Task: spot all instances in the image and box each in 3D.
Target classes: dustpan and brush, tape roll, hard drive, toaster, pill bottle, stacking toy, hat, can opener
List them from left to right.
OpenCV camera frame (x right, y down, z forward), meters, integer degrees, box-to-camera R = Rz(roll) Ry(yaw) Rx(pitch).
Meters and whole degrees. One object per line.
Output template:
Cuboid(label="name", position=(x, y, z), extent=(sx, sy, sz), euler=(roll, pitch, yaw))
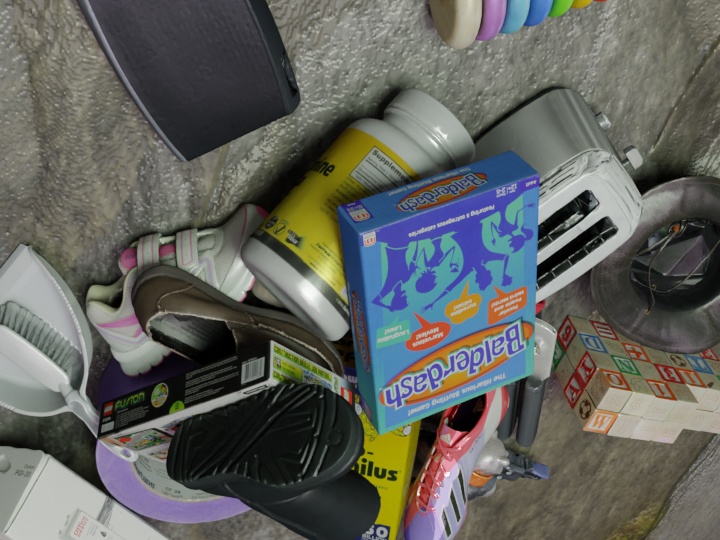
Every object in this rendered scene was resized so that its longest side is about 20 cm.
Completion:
Cuboid(label="dustpan and brush", position=(-0.270, 0.094, 0.847), extent=(0.200, 0.057, 0.140), euler=(42, 108, -11))
Cuboid(label="hard drive", position=(-0.136, -0.184, 0.737), extent=(0.133, 0.043, 0.201), euler=(-23, 127, 3))
Cuboid(label="tape roll", position=(-0.160, 0.151, 0.943), extent=(0.197, 0.085, 0.202), euler=(-6, 126, -8))
Cuboid(label="pill bottle", position=(0.002, -0.051, 0.791), extent=(0.200, 0.112, 0.113), euler=(-49, 126, -10))
Cuboid(label="can opener", position=(0.177, 0.111, 1.010), extent=(0.052, 0.067, 0.202), euler=(17, 135, 19))
Cuboid(label="toaster", position=(0.151, -0.058, 0.842), extent=(0.199, 0.130, 0.114), euler=(-36, 124, 13))
Cuboid(label="stacking toy", position=(0.157, -0.234, 0.754), extent=(0.197, 0.086, 0.086), euler=(-12, 127, -10))
Cuboid(label="hat", position=(0.312, -0.016, 0.945), extent=(0.198, 0.081, 0.203), euler=(-4, 118, -7))

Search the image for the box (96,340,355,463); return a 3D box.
Cuboid(label="box", position=(-0.114, 0.119, 0.798), extent=(0.198, 0.035, 0.110), euler=(-21, 144, 31))

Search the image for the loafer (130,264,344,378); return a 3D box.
Cuboid(label="loafer", position=(-0.104, 0.070, 0.802), extent=(0.198, 0.071, 0.073), euler=(24, 115, -18))

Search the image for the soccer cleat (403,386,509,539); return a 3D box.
Cuboid(label="soccer cleat", position=(0.089, 0.193, 0.963), extent=(0.076, 0.066, 0.202), euler=(35, 81, -55))

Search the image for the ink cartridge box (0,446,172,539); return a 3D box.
Cuboid(label="ink cartridge box", position=(-0.298, 0.263, 0.948), extent=(0.145, 0.083, 0.200), euler=(-4, 139, 40))

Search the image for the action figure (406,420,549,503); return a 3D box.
Cuboid(label="action figure", position=(0.119, 0.250, 1.068), extent=(0.198, 0.105, 0.194), euler=(16, 132, -16))

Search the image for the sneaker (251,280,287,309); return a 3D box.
Cuboid(label="sneaker", position=(0.000, 0.000, 0.883), extent=(0.197, 0.072, 0.081), euler=(8, 125, -19))

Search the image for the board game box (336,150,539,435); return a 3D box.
Cuboid(label="board game box", position=(0.066, 0.021, 0.751), extent=(0.150, 0.045, 0.202), euler=(-19, 129, -16))

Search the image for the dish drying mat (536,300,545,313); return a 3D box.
Cuboid(label="dish drying mat", position=(0.100, 0.075, 0.959), extent=(0.076, 0.018, 0.200), euler=(17, 137, -21))

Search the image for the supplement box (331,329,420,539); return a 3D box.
Cuboid(label="supplement box", position=(0.001, 0.154, 0.933), extent=(0.107, 0.110, 0.202), euler=(10, 116, 8))

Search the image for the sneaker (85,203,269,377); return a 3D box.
Cuboid(label="sneaker", position=(-0.165, 0.005, 0.840), extent=(0.199, 0.082, 0.088), euler=(-40, 120, 9))

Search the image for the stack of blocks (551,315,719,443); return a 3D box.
Cuboid(label="stack of blocks", position=(0.312, 0.123, 1.019), extent=(0.198, 0.116, 0.059), euler=(11, 122, -21))

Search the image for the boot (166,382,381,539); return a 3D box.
Cuboid(label="boot", position=(-0.033, 0.160, 0.755), extent=(0.199, 0.077, 0.168), euler=(-17, 144, 38))
